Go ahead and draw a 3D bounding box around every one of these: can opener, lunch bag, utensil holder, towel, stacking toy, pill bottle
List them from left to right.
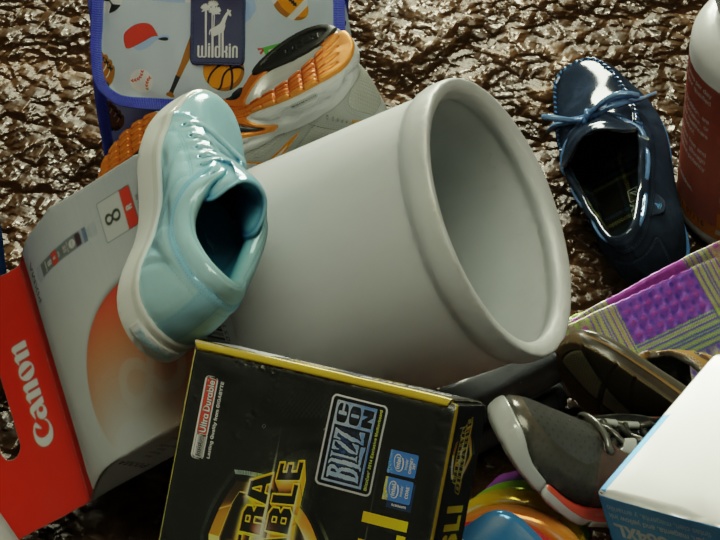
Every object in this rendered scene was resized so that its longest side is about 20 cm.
[{"bbox_3d":[-0.088,-0.133,1.854,0.169,0.201,0.124,0,44,0],"label":"lunch bag"},{"bbox_3d":[0.000,0.000,1.695,0.199,0.170,0.171,-21,38,27],"label":"utensil holder"},{"bbox_3d":[0.093,0.155,1.645,0.110,0.116,0.200,47,29,-11],"label":"stacking toy"},{"bbox_3d":[0.116,0.078,1.742,0.199,0.054,0.067,-26,49,-22],"label":"can opener"},{"bbox_3d":[0.225,0.058,1.746,0.199,0.023,0.144,-25,77,-22],"label":"towel"},{"bbox_3d":[0.262,-0.112,1.826,0.111,0.201,0.113,-1,45,1],"label":"pill bottle"}]

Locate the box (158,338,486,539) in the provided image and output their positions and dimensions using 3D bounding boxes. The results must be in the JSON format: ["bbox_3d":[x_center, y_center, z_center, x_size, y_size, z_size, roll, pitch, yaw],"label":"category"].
[{"bbox_3d":[-0.029,0.150,1.517,0.159,0.201,0.049,12,2,24],"label":"box"}]

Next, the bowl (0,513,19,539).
[{"bbox_3d":[-0.292,0.177,1.633,0.199,0.075,0.200,-28,50,-19],"label":"bowl"}]

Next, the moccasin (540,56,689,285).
[{"bbox_3d":[0.168,-0.077,1.869,0.080,0.068,0.200,-34,44,12],"label":"moccasin"}]

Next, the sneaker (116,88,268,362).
[{"bbox_3d":[-0.078,-0.036,1.594,0.082,0.074,0.201,-31,36,30],"label":"sneaker"}]

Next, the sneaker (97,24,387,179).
[{"bbox_3d":[-0.071,-0.067,1.782,0.199,0.092,0.076,-26,37,17],"label":"sneaker"}]

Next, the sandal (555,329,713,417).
[{"bbox_3d":[0.203,0.079,1.673,0.199,0.082,0.055,24,65,-10],"label":"sandal"}]

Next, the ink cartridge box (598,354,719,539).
[{"bbox_3d":[0.232,0.171,1.560,0.125,0.201,0.129,13,44,38],"label":"ink cartridge box"}]

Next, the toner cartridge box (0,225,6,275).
[{"bbox_3d":[-0.299,0.046,1.753,0.043,0.095,0.200,29,53,27],"label":"toner cartridge box"}]

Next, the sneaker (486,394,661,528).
[{"bbox_3d":[0.155,0.103,1.623,0.200,0.082,0.077,28,25,-38],"label":"sneaker"}]

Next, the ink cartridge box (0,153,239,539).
[{"bbox_3d":[-0.168,0.047,1.668,0.199,0.050,0.163,-28,68,23],"label":"ink cartridge box"}]
